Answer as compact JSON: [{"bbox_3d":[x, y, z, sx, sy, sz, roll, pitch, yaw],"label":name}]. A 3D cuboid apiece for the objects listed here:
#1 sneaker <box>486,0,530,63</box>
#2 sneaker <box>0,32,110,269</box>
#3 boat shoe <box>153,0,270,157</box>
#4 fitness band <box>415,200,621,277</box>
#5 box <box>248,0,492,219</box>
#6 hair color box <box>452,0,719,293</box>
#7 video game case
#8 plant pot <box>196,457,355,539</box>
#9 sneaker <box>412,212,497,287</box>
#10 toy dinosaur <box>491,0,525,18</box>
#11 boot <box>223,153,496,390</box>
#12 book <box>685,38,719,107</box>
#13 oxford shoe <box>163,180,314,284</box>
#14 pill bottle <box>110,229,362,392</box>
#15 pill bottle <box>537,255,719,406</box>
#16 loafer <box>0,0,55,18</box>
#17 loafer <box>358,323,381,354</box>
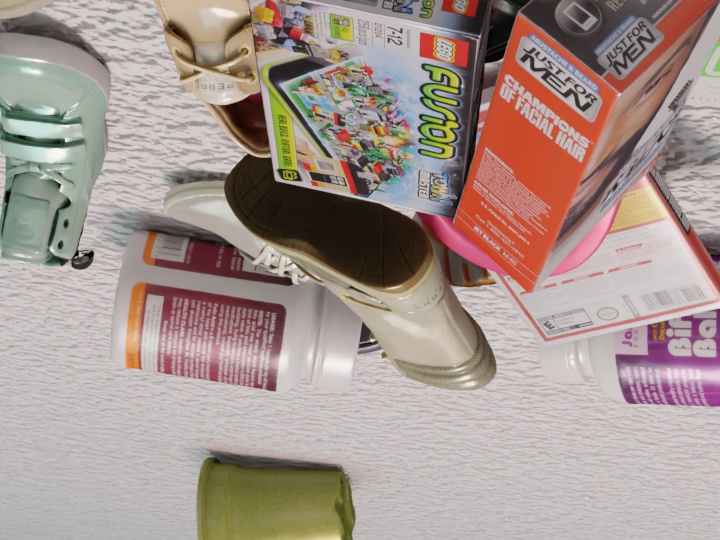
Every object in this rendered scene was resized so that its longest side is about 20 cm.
[{"bbox_3d":[0.036,-0.128,0.865,0.079,0.076,0.199,19,159,-35],"label":"sneaker"},{"bbox_3d":[-0.207,-0.069,1.068,0.073,0.120,0.201,8,160,3],"label":"sneaker"},{"bbox_3d":[-0.073,-0.125,0.923,0.073,0.070,0.200,2,160,17],"label":"boat shoe"},{"bbox_3d":[0.091,-0.074,0.969,0.142,0.038,0.201,16,139,5],"label":"fitness band"},{"bbox_3d":[0.006,-0.091,0.807,0.109,0.035,0.200,12,158,6],"label":"box"},{"bbox_3d":[0.115,-0.083,0.796,0.064,0.111,0.201,41,158,14],"label":"hair color box"},{"bbox_3d":[0.129,-0.036,1.029,0.142,0.018,0.201,-15,126,36],"label":"video game case"},{"bbox_3d":[-0.103,0.337,2.130,0.182,0.203,0.201,-7,159,8],"label":"plant pot"},{"bbox_3d":[0.121,-0.025,1.132,0.198,0.079,0.077,-4,167,36],"label":"sneaker"},{"bbox_3d":[0.009,-0.178,0.743,0.198,0.078,0.102,22,166,-25],"label":"toy dinosaur"},{"bbox_3d":[0.000,0.000,1.118,0.199,0.072,0.155,32,166,41],"label":"boot"},{"bbox_3d":[0.224,-0.143,0.798,0.132,0.049,0.200,8,158,-2],"label":"book"},{"bbox_3d":[-0.055,-0.022,1.236,0.198,0.058,0.075,16,162,-16],"label":"oxford shoe"},{"bbox_3d":[-0.099,0.037,1.337,0.197,0.116,0.114,9,161,-2],"label":"pill bottle"},{"bbox_3d":[0.238,0.045,1.220,0.198,0.114,0.112,-1,159,23],"label":"pill bottle"},{"bbox_3d":[-0.223,-0.175,0.836,0.198,0.077,0.068,0,165,25],"label":"loafer"},{"bbox_3d":[-0.057,0.055,1.445,0.197,0.073,0.063,0,164,15],"label":"loafer"}]
